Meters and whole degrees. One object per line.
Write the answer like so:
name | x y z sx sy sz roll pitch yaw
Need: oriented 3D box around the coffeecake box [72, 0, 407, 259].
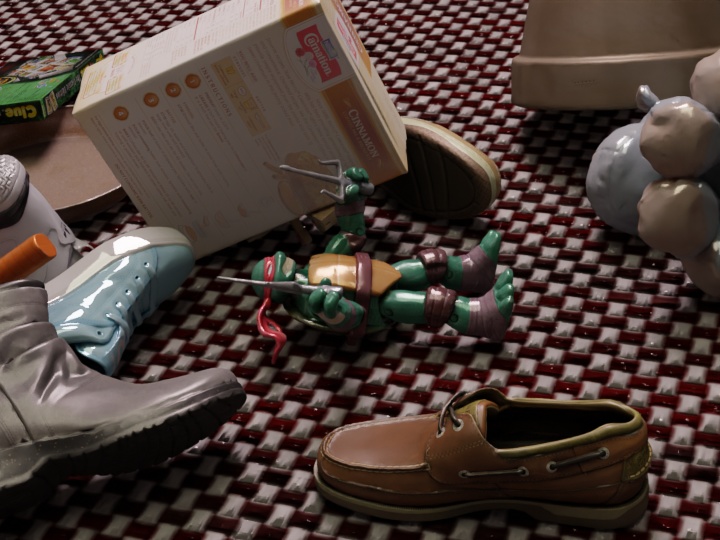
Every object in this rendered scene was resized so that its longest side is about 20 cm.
coffeecake box | -0.085 -0.112 0.991 0.198 0.154 0.073 -21 34 14

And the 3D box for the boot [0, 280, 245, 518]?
boot | -0.179 0.060 0.813 0.198 0.070 0.133 -17 67 -18

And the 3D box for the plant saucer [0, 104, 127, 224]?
plant saucer | -0.269 -0.086 1.154 0.198 0.032 0.201 -5 33 3

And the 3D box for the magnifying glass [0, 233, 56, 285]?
magnifying glass | -0.283 0.039 0.877 0.199 0.022 0.080 -36 -1 10

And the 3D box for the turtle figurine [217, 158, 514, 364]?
turtle figurine | 0.000 0.000 0.912 0.198 0.101 0.151 6 46 -9

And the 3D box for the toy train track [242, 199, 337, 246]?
toy train track | -0.063 -0.065 1.085 0.114 0.033 0.200 -39 34 -12

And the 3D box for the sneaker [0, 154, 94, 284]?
sneaker | -0.283 0.017 0.961 0.199 0.115 0.075 -38 29 14

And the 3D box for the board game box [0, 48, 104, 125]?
board game box | -0.317 -0.172 1.263 0.103 0.024 0.200 -4 22 8

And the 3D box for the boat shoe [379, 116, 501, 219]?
boat shoe | 0.046 -0.097 1.088 0.076 0.072 0.199 -19 33 -40

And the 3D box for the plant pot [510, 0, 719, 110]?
plant pot | 0.219 -0.230 1.111 0.197 0.176 0.200 -5 13 1

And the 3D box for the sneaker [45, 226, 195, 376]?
sneaker | -0.181 0.043 0.915 0.199 0.074 0.082 -34 59 -31

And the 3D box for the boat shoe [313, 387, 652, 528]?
boat shoe | 0.068 0.099 0.773 0.197 0.069 0.072 -1 34 10

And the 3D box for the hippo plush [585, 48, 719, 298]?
hippo plush | 0.240 -0.094 0.959 0.199 0.160 0.161 -38 29 -13
